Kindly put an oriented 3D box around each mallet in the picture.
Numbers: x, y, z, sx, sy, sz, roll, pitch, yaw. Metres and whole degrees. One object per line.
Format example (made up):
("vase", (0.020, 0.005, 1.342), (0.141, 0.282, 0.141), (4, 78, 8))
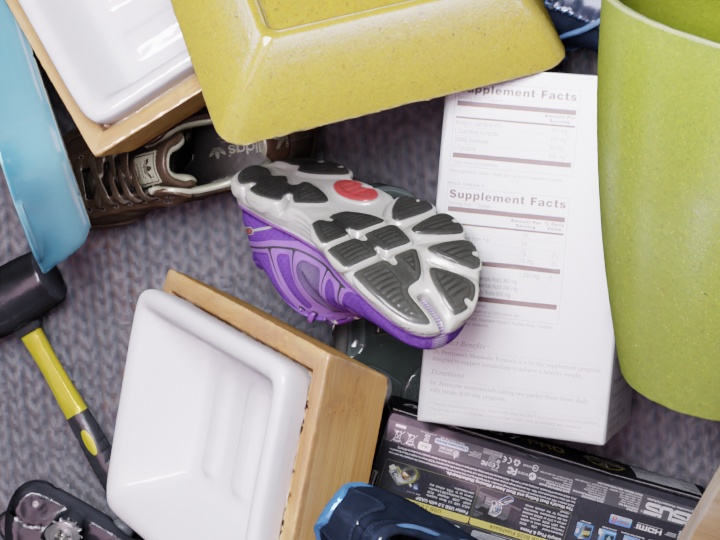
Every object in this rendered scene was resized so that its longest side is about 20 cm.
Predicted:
("mallet", (-0.176, 0.079, 1.254), (0.066, 0.041, 0.200), (-37, 90, 12))

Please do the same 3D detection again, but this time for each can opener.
("can opener", (-0.137, 0.196, 1.236), (0.200, 0.079, 0.064), (30, 96, 1))

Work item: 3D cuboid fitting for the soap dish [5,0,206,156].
("soap dish", (-0.128, -0.179, 1.162), (0.157, 0.081, 0.200), (-32, 69, 1))

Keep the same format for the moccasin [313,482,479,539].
("moccasin", (0.059, 0.186, 1.074), (0.200, 0.068, 0.081), (29, 88, -29))

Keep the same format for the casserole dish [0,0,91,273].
("casserole dish", (-0.200, -0.091, 1.172), (0.039, 0.121, 0.200), (-19, 52, -7))

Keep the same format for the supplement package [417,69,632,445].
("supplement package", (0.104, -0.012, 1.130), (0.109, 0.114, 0.201), (6, 95, 15))

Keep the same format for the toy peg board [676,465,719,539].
("toy peg board", (0.260, 0.207, 1.050), (0.199, 0.098, 0.200), (18, 130, -3))

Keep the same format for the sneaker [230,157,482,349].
("sneaker", (0.000, 0.000, 1.103), (0.080, 0.200, 0.084), (-18, 119, -25))

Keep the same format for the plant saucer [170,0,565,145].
("plant saucer", (-0.009, -0.182, 1.077), (0.199, 0.049, 0.201), (-15, 63, -12))

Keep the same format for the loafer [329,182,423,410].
("loafer", (0.013, 0.046, 1.194), (0.072, 0.063, 0.201), (2, 99, -8))

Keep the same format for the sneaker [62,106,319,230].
("sneaker", (-0.128, -0.069, 1.205), (0.199, 0.076, 0.071), (-15, 91, 15))

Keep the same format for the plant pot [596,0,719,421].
("plant pot", (0.196, -0.032, 1.011), (0.186, 0.187, 0.201), (14, 111, 13))

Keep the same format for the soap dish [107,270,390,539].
("soap dish", (-0.067, 0.099, 1.146), (0.200, 0.081, 0.158), (25, 107, 56))

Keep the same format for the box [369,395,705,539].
("box", (0.089, 0.178, 1.160), (0.199, 0.049, 0.162), (15, 96, -3))

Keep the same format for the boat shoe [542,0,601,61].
("boat shoe", (0.098, -0.154, 1.145), (0.200, 0.084, 0.069), (32, 86, 25))
